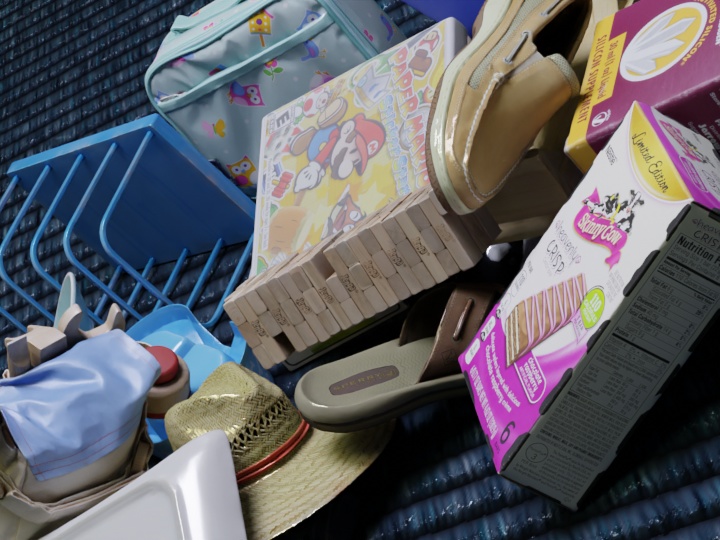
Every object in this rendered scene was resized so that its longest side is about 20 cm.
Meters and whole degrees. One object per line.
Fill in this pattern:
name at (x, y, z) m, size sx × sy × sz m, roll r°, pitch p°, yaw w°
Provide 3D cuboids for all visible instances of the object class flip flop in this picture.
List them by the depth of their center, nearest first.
flip flop at (0.050, 0.041, 1.519) m, size 0.199 × 0.058 × 0.081 m, roll -20°, pitch 27°, yaw -6°

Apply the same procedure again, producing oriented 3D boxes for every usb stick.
usb stick at (-0.080, 0.178, 1.580) m, size 0.200 × 0.033 × 0.056 m, roll -17°, pitch 36°, yaw 42°

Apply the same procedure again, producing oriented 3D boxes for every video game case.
video game case at (-0.002, -0.060, 1.663) m, size 0.182 × 0.023 × 0.201 m, roll -25°, pitch 46°, yaw 33°

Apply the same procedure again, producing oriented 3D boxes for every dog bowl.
dog bowl at (-0.131, 0.089, 1.766) m, size 0.112 × 0.050 × 0.200 m, roll -51°, pitch 27°, yaw -13°

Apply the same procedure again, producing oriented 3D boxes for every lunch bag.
lunch bag at (-0.067, -0.153, 1.901) m, size 0.200 × 0.160 × 0.077 m, roll -27°, pitch 31°, yaw 30°

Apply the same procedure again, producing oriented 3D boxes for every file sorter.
file sorter at (-0.200, -0.018, 1.924) m, size 0.200 × 0.139 × 0.123 m, roll -13°, pitch 43°, yaw 47°

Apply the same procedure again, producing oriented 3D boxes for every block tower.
block tower at (0.000, 0.000, 1.555) m, size 0.200 × 0.058 × 0.054 m, roll -29°, pitch 9°, yaw 34°

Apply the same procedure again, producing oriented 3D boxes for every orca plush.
orca plush at (0.100, -0.067, 1.635) m, size 0.105 × 0.071 × 0.200 m, roll -6°, pitch 45°, yaw 52°

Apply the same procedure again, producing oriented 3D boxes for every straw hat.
straw hat at (-0.081, 0.108, 1.569) m, size 0.201 × 0.085 × 0.201 m, roll -29°, pitch 13°, yaw 7°

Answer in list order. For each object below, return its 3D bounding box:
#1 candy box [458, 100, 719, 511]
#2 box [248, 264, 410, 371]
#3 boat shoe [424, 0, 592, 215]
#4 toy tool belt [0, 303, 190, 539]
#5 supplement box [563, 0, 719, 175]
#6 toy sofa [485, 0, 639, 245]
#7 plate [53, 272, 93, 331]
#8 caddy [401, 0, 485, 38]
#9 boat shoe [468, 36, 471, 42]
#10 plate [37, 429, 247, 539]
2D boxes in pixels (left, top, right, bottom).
candy box at (0.142, 0.019, 1.396) m, size 0.200 × 0.061 × 0.137 m, roll -56°, pitch 22°, yaw 19°
box at (-0.015, -0.031, 1.762) m, size 0.116 × 0.060 × 0.200 m, roll -29°, pitch 29°, yaw 28°
boat shoe at (0.099, -0.115, 1.497) m, size 0.076 × 0.072 × 0.200 m, roll -5°, pitch 44°, yaw 28°
toy tool belt at (-0.186, 0.086, 1.606) m, size 0.125 × 0.123 × 0.200 m, roll 33°, pitch 51°, yaw 26°
supplement box at (0.239, -0.117, 1.473) m, size 0.200 × 0.103 × 0.131 m, roll -24°, pitch 32°, yaw 35°
toy sofa at (0.136, -0.103, 1.596) m, size 0.083 × 0.098 × 0.200 m, roll -9°, pitch 43°, yaw 38°
plate at (-0.224, 0.102, 1.811) m, size 0.200 × 0.025 × 0.201 m, roll -171°, pitch 90°, yaw -80°
caddy at (0.072, -0.262, 1.834) m, size 0.105 × 0.200 × 0.142 m, roll -51°, pitch 24°, yaw 24°
boat shoe at (0.057, -0.091, 1.735) m, size 0.075 × 0.072 × 0.200 m, roll -11°, pitch 34°, yaw 30°
plate at (-0.150, 0.217, 1.486) m, size 0.200 × 0.032 × 0.200 m, roll -33°, pitch 48°, yaw 23°
